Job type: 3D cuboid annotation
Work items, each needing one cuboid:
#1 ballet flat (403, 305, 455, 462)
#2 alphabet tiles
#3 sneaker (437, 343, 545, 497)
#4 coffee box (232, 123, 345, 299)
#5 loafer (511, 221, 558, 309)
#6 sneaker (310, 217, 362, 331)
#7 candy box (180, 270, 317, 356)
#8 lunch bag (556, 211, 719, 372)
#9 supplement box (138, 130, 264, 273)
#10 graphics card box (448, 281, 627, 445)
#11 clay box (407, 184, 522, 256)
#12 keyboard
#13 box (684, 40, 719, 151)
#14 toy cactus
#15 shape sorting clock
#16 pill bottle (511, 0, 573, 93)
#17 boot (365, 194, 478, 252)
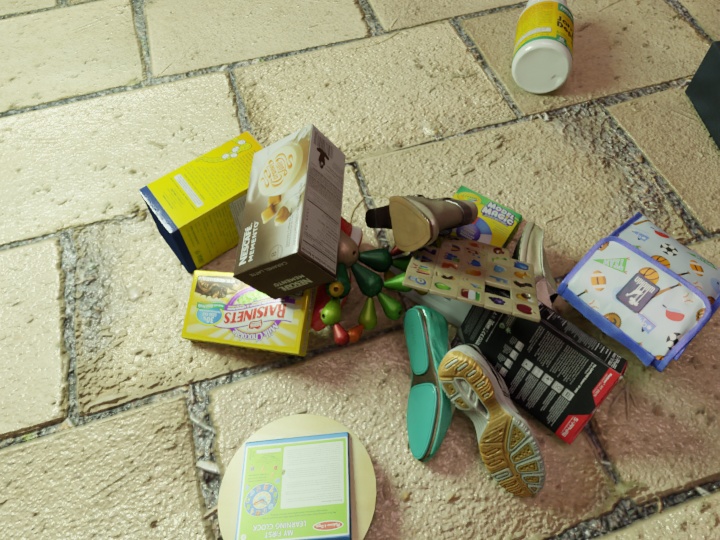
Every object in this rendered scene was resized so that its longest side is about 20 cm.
[{"bbox_3d":[0.100,0.147,0.757,0.069,0.067,0.204,8,72,-32],"label":"ballet flat"},{"bbox_3d":[0.149,-0.002,0.754,0.164,0.008,0.200,15,25,7],"label":"alphabet tiles"},{"bbox_3d":[0.176,0.181,0.723,0.075,0.087,0.202,-29,88,24],"label":"sneaker"},{"bbox_3d":[-0.091,-0.077,0.760,0.113,0.079,0.203,-17,55,33],"label":"coffee box"},{"bbox_3d":[0.257,0.024,0.840,0.067,0.076,0.203,9,67,5],"label":"loafer"},{"bbox_3d":[-0.071,-0.014,0.836,0.115,0.078,0.202,34,42,-20],"label":"sneaker"},{"bbox_3d":[-0.158,0.057,0.800,0.197,0.026,0.104,3,79,23],"label":"candy box"},{"bbox_3d":[0.387,0.030,0.780,0.199,0.125,0.170,-28,57,-33],"label":"lunch bag"},{"bbox_3d":[-0.226,-0.110,0.909,0.199,0.109,0.110,-34,63,-20],"label":"supplement box"},{"bbox_3d":[0.225,0.112,0.747,0.199,0.127,0.051,36,32,22],"label":"graphics card box"},{"bbox_3d":[0.170,-0.053,0.901,0.114,0.048,0.201,29,63,18],"label":"clay box"},{"bbox_3d":[0.123,0.040,0.842,0.198,0.057,0.011,30,21,19],"label":"keyboard"},{"bbox_3d":[0.731,-0.305,1.013,0.196,0.124,0.201,-5,56,-2],"label":"box"},{"bbox_3d":[0.000,0.000,0.777,0.199,0.103,0.165,-35,77,-32],"label":"toy cactus"},{"bbox_3d":[-0.077,0.274,0.699,0.196,0.040,0.202,-5,48,6],"label":"shape sorting clock"},{"bbox_3d":[0.360,-0.456,1.120,0.111,0.113,0.202,11,57,8],"label":"pill bottle"},{"bbox_3d":[0.102,-0.075,0.794,0.144,0.072,0.199,-7,15,-24],"label":"boot"}]
